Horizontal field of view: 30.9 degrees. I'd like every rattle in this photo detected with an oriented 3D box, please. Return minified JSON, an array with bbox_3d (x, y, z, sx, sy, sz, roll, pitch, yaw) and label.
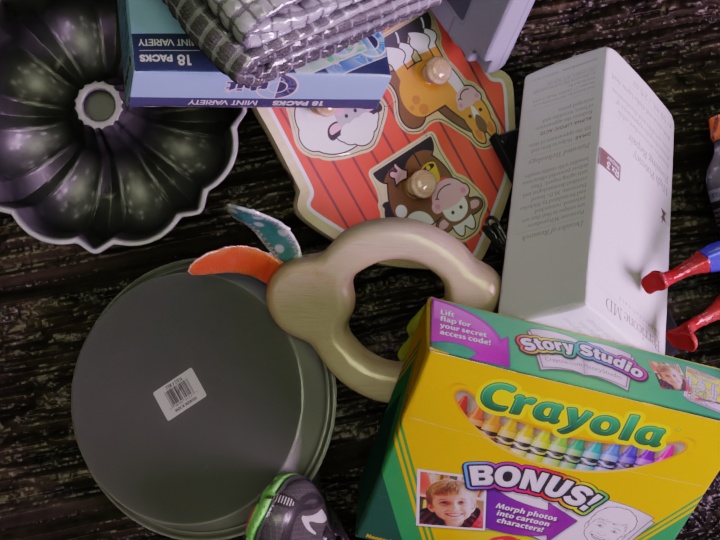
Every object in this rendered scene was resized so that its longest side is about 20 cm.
[{"bbox_3d":[0.000,0.000,0.894,0.199,0.143,0.131,15,126,9],"label":"rattle"}]

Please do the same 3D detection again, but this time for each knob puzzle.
[{"bbox_3d":[0.038,-0.090,0.921,0.219,0.030,0.221,1,87,-24],"label":"knob puzzle"}]

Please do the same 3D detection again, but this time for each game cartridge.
[{"bbox_3d":[0.057,-0.248,0.878,0.041,0.133,0.200,-25,70,-19],"label":"game cartridge"}]

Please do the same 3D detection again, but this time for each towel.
[{"bbox_3d":[-0.045,-0.215,0.819,0.200,0.086,0.166,-28,68,-31],"label":"towel"}]

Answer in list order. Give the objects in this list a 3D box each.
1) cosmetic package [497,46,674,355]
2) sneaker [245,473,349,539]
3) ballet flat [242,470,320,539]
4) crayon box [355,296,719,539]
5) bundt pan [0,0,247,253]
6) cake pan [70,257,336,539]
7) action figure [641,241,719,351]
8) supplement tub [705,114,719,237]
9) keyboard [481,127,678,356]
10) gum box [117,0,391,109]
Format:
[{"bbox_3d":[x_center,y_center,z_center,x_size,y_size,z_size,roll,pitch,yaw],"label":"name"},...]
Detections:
[{"bbox_3d":[0.155,-0.037,0.870,0.102,0.074,0.201,34,52,-40],"label":"cosmetic package"},{"bbox_3d":[-0.012,0.205,0.877,0.077,0.084,0.200,-59,136,-29],"label":"sneaker"},{"bbox_3d":[-0.058,0.140,0.928,0.066,0.057,0.201,-6,89,1],"label":"ballet flat"},{"bbox_3d":[0.114,0.119,0.833,0.199,0.058,0.173,13,129,-6],"label":"crayon box"},{"bbox_3d":[-0.179,-0.112,0.918,0.201,0.076,0.203,0,89,-2],"label":"bundt pan"},{"bbox_3d":[-0.117,0.089,0.909,0.199,0.037,0.201,-2,83,15],"label":"cake pan"},{"bbox_3d":[0.284,-0.019,0.804,0.200,0.099,0.065,-27,93,-13],"label":"action figure"},{"bbox_3d":[0.318,-0.025,0.918,0.122,0.123,0.201,-16,90,-3],"label":"supplement tub"},{"bbox_3d":[0.145,-0.011,0.926,0.127,0.021,0.200,-19,78,-34],"label":"keyboard"},{"bbox_3d":[-0.079,-0.204,0.877,0.169,0.045,0.201,-1,65,-17],"label":"gum box"}]
